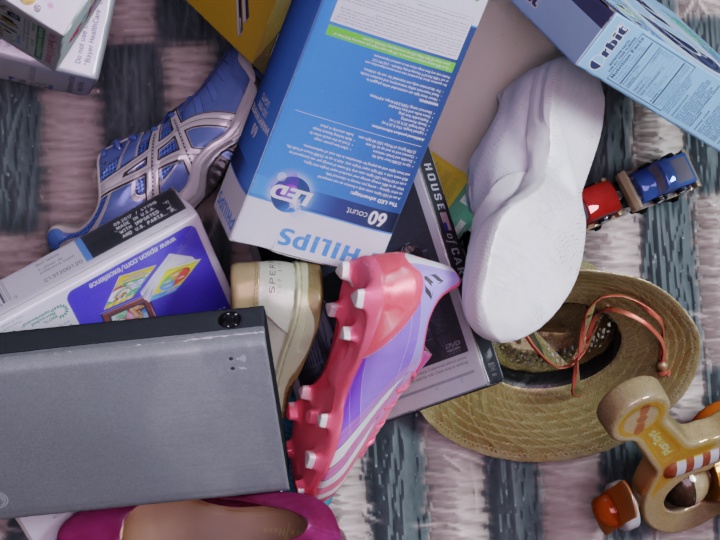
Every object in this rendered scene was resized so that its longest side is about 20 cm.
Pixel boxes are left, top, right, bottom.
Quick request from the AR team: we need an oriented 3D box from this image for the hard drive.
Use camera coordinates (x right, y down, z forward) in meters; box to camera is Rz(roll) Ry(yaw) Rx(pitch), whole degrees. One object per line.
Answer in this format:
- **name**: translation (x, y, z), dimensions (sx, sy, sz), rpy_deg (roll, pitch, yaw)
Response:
- **hard drive**: translation (-0.150, 0.090, 1.297), dimensions (0.199, 0.033, 0.140), rpy_deg (-6, 131, 1)

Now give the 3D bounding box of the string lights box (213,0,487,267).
- **string lights box**: translation (-0.007, -0.104, 1.286), dimensions (0.102, 0.059, 0.201), rpy_deg (15, 110, -22)

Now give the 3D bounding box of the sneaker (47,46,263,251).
- **sneaker**: translation (-0.132, -0.072, 1.392), dimensions (0.077, 0.076, 0.200), rpy_deg (34, 85, -6)

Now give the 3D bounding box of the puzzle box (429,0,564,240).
- **puzzle box**: translation (0.050, -0.104, 1.415), dimensions (0.133, 0.025, 0.200), rpy_deg (33, 105, -7)

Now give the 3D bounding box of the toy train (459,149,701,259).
- **toy train**: translation (0.154, -0.043, 1.435), dimensions (0.199, 0.046, 0.034), rpy_deg (-21, 78, -23)

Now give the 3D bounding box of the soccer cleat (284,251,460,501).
- **soccer cleat**: translation (0.004, 0.074, 1.329), dimensions (0.076, 0.067, 0.200), rpy_deg (2, 126, -22)

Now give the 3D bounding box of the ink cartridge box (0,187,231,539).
- **ink cartridge box**: translation (-0.170, 0.068, 1.367), dimensions (0.198, 0.043, 0.200), rpy_deg (-29, 133, -10)

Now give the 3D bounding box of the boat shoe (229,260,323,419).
- **boat shoe**: translation (-0.079, 0.068, 1.353), dimensions (0.066, 0.074, 0.200), rpy_deg (11, 126, -12)

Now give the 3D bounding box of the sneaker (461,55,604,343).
- **sneaker**: translation (0.095, -0.040, 1.336), dimensions (0.075, 0.088, 0.201), rpy_deg (37, 60, -32)

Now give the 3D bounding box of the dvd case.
- **dvd case**: translation (0.000, 0.000, 1.373), dimensions (0.150, 0.025, 0.201), rpy_deg (-22, 83, 33)

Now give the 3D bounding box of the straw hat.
- **straw hat**: translation (0.131, 0.038, 1.424), dimensions (0.200, 0.201, 0.085), rpy_deg (9, 45, -9)

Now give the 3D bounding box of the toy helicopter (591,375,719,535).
- **toy helicopter**: translation (0.200, 0.126, 1.401), dimensions (0.132, 0.200, 0.079), rpy_deg (-33, 53, 9)

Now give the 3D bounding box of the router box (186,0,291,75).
- **router box**: translation (-0.016, -0.220, 1.348), dimensions (0.157, 0.052, 0.200), rpy_deg (44, 101, 22)

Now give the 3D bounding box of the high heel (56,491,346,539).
- **high heel**: translation (-0.110, 0.166, 1.347), dimensions (0.199, 0.096, 0.068), rpy_deg (-5, 73, 10)

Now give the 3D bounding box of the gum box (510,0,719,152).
- **gum box**: translation (0.175, -0.153, 1.361), dimensions (0.200, 0.170, 0.045), rpy_deg (25, 110, -40)

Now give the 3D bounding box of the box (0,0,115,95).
- **box**: translation (-0.252, -0.228, 1.365), dimensions (0.199, 0.105, 0.185), rpy_deg (12, 87, -9)

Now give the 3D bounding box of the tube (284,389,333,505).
- **tube**: translation (-0.045, 0.142, 1.418), dimensions (0.077, 0.050, 0.201), rpy_deg (27, 80, -18)

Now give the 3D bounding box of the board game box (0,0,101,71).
- **board game box**: translation (-0.248, -0.205, 1.239), dimensions (0.200, 0.148, 0.064), rpy_deg (33, 82, -8)
